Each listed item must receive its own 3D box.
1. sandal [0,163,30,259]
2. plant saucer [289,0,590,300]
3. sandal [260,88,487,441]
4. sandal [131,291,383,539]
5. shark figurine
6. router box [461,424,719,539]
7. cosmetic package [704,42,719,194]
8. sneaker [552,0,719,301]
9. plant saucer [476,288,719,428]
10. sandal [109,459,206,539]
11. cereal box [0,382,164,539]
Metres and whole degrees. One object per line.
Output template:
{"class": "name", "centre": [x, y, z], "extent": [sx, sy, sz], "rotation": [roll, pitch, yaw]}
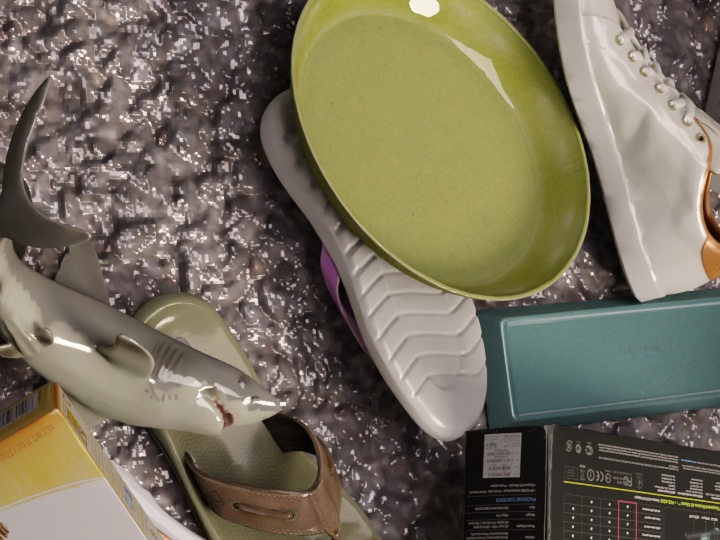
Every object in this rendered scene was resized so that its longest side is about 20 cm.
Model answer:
{"class": "sandal", "centre": [-0.224, 0.033, 0.991], "extent": [0.057, 0.080, 0.202], "rotation": [25, 68, 17]}
{"class": "plant saucer", "centre": [0.038, -0.070, 1.148], "extent": [0.199, 0.031, 0.202], "rotation": [20, 54, -29]}
{"class": "sandal", "centre": [0.005, -0.002, 1.139], "extent": [0.082, 0.050, 0.204], "rotation": [-19, 80, -45]}
{"class": "sandal", "centre": [-0.051, 0.101, 1.082], "extent": [0.080, 0.057, 0.202], "rotation": [-41, 103, -27]}
{"class": "shark figurine", "centre": [-0.137, 0.005, 1.006], "extent": [0.215, 0.127, 0.090], "rotation": [53, 33, -46]}
{"class": "router box", "centre": [0.137, 0.168, 1.146], "extent": [0.199, 0.062, 0.152], "rotation": [13, 74, -45]}
{"class": "cosmetic package", "centre": [0.322, -0.128, 1.266], "extent": [0.164, 0.164, 0.202], "rotation": [23, 73, -24]}
{"class": "sneaker", "centre": [0.168, -0.089, 1.211], "extent": [0.073, 0.084, 0.202], "rotation": [-45, 118, -69]}
{"class": "plant saucer", "centre": [0.157, 0.049, 1.231], "extent": [0.198, 0.019, 0.071], "rotation": [-4, 85, -31]}
{"class": "sandal", "centre": [-0.098, 0.156, 1.043], "extent": [0.206, 0.079, 0.059], "rotation": [39, 67, -9]}
{"class": "cereal box", "centre": [-0.145, 0.169, 0.976], "extent": [0.143, 0.040, 0.201], "rotation": [-32, 110, 1]}
